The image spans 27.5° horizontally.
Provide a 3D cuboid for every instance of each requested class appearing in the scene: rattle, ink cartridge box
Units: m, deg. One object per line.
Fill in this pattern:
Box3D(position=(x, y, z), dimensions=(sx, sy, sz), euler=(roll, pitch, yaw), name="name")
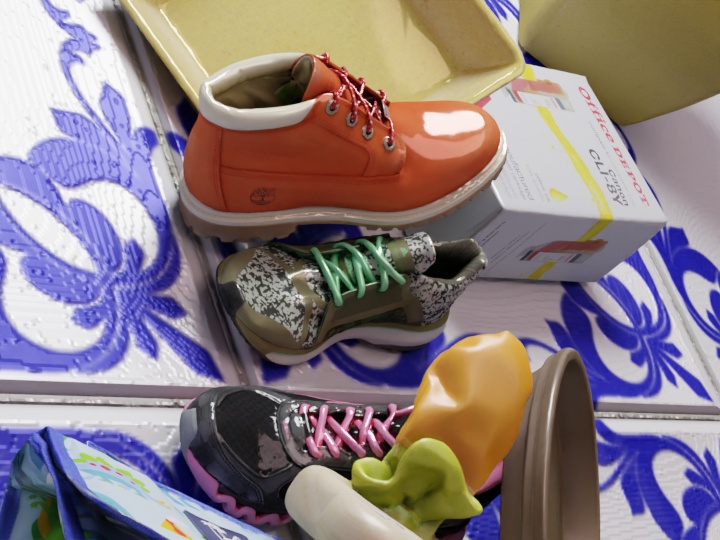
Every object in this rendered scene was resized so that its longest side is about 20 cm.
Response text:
Box3D(position=(0.044, 0.096, 0.643), dimensions=(0.130, 0.143, 0.200), euler=(50, -3, 14), name="rattle")
Box3D(position=(0.110, -0.074, 1.060), dimensions=(0.200, 0.083, 0.145), euler=(2, 55, -47), name="ink cartridge box")

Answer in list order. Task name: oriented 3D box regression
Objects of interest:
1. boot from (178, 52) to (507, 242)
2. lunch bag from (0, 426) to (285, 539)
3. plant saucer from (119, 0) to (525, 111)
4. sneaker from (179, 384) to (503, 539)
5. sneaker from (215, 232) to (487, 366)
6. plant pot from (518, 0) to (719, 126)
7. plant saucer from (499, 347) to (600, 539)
Box3D(position=(-0.003, -0.079, 0.841), dimensions=(0.200, 0.107, 0.075), euler=(-10, 50, -17), name="boot")
Box3D(position=(-0.071, 0.170, 0.601), dimensions=(0.170, 0.127, 0.200), euler=(32, 28, -28), name="lunch bag")
Box3D(position=(-0.030, -0.152, 0.944), dimensions=(0.200, 0.048, 0.200), euler=(-33, 83, -18), name="plant saucer")
Box3D(position=(0.001, 0.092, 0.773), dimensions=(0.200, 0.095, 0.079), euler=(19, 47, -35), name="sneaker")
Box3D(position=(0.000, 0.000, 0.863), dimensions=(0.200, 0.089, 0.077), euler=(-4, 61, -49), name="sneaker")
Box3D(position=(0.248, -0.251, 1.301), dimensions=(0.200, 0.176, 0.200), euler=(34, 38, -21), name="plant pot")
Box3D(position=(0.106, 0.143, 0.813), dimensions=(0.200, 0.029, 0.200), euler=(-2, 90, -74), name="plant saucer")
